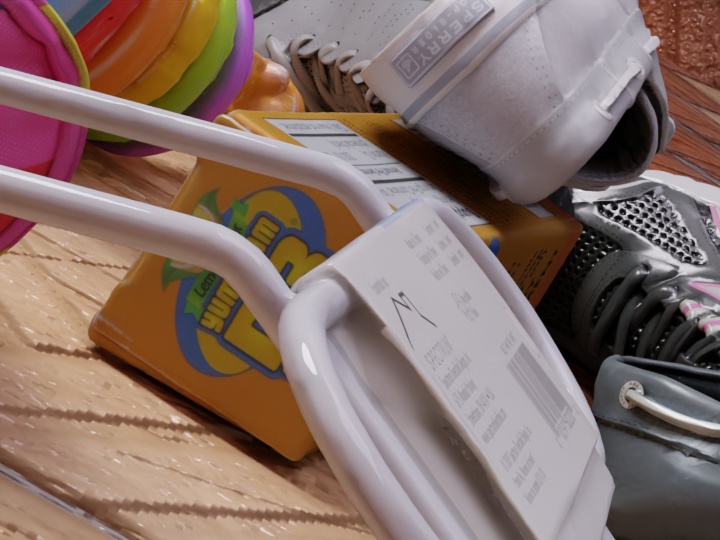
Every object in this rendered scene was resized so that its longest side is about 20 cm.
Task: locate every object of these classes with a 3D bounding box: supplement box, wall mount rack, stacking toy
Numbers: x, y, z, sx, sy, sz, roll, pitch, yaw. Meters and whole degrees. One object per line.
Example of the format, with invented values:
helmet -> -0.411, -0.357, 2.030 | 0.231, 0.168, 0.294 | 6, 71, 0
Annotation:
supplement box -> 0.000, 0.000, 0.780 | 0.069, 0.067, 0.200 | 35, 11, 12
wall mount rack -> -0.022, 0.016, 0.506 | 0.174, 0.075, 0.200 | 54, 10, -1
stacking toy -> -0.072, -0.077, 0.901 | 0.116, 0.110, 0.200 | 55, 10, 30

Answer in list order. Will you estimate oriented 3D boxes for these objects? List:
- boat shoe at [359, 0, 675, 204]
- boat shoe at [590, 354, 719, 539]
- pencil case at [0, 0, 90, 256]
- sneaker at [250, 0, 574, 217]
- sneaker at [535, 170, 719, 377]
boat shoe -> 0.056, -0.053, 0.837 | 0.069, 0.072, 0.200 | 50, 7, 3
boat shoe -> 0.141, 0.043, 0.700 | 0.200, 0.062, 0.073 | -6, -6, 31
pencil case -> -0.129, -0.060, 0.655 | 0.088, 0.088, 0.200 | 25, 10, -30
sneaker -> 0.002, -0.054, 1.008 | 0.200, 0.115, 0.075 | -99, 164, -56
sneaker -> 0.124, 0.031, 0.968 | 0.200, 0.080, 0.086 | 28, 19, 20
